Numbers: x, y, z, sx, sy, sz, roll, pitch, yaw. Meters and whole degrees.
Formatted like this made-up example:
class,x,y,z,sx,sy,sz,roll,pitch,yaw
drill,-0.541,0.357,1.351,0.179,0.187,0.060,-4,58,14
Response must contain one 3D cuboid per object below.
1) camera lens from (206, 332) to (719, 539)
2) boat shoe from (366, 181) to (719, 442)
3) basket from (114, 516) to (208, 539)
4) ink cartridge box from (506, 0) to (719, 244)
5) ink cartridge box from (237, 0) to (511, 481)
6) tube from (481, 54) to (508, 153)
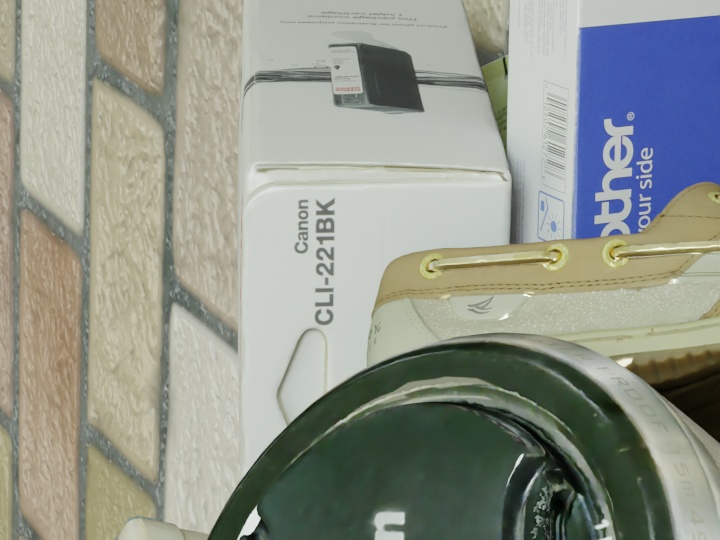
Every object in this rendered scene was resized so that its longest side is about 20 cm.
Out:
class,x,y,z,sx,sy,sz,roll,pitch,yaw
camera lens,0.059,0.120,0.694,0.159,0.200,0.161,-18,56,28
boat shoe,0.096,0.010,0.736,0.074,0.198,0.067,71,-166,-60
basket,-0.058,0.211,1.091,0.139,0.175,0.201,-118,44,-60
ink cartridge box,0.094,-0.090,0.788,0.044,0.093,0.202,29,123,59
ink cartridge box,0.000,0.000,0.879,0.200,0.083,0.145,-94,5,-68
tube,0.062,0.022,0.937,0.058,0.052,0.202,-8,85,31
